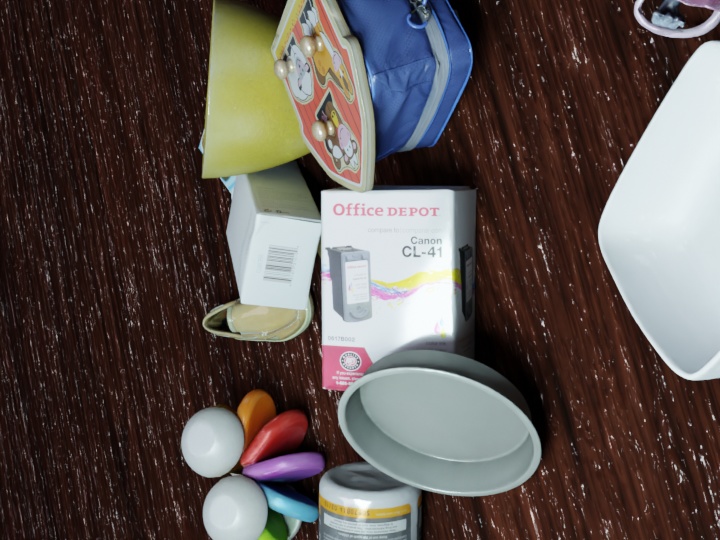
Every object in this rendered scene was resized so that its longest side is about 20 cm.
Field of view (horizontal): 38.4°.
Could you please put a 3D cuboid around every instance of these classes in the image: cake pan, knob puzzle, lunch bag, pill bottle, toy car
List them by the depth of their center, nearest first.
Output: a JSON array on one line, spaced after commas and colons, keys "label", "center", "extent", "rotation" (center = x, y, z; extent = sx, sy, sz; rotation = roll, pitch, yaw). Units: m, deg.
[{"label": "cake pan", "center": [0.077, 0.145, 0.988], "extent": [0.200, 0.198, 0.037], "rotation": [-41, 22, 46]}, {"label": "knob puzzle", "center": [-0.039, -0.165, 0.991], "extent": [0.220, 0.030, 0.223], "rotation": [51, 151, 42]}, {"label": "lunch bag", "center": [0.028, -0.204, 1.015], "extent": [0.138, 0.130, 0.201], "rotation": [64, 158, 17]}, {"label": "pill bottle", "center": [0.010, 0.322, 1.129], "extent": [0.115, 0.115, 0.204], "rotation": [10, 102, 51]}, {"label": "toy car", "center": [-0.116, 0.244, 1.276], "extent": [0.148, 0.175, 0.203], "rotation": [-26, 69, 12]}]

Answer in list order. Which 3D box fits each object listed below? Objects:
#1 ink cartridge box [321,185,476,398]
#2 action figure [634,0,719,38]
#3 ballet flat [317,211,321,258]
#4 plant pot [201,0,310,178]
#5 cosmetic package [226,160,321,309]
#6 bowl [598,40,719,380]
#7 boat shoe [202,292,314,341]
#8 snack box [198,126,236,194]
[{"label": "ink cartridge box", "center": [0.038, 0.018, 1.038], "extent": [0.145, 0.085, 0.204], "rotation": [1, 97, 21]}, {"label": "action figure", "center": [0.289, -0.268, 0.741], "extent": [0.149, 0.131, 0.204], "rotation": [-51, -25, -85]}, {"label": "ballet flat", "center": [0.000, 0.000, 1.145], "extent": [0.201, 0.068, 0.063], "rotation": [56, 128, 32]}, {"label": "plant pot", "center": [-0.104, -0.201, 1.172], "extent": [0.200, 0.139, 0.205], "rotation": [-176, 90, -80]}, {"label": "cosmetic package", "center": [-0.105, -0.050, 1.209], "extent": [0.201, 0.080, 0.115], "rotation": [-111, 31, -61]}, {"label": "bowl", "center": [0.271, -0.041, 0.746], "extent": [0.202, 0.073, 0.202], "rotation": [-106, 32, -51]}, {"label": "boat shoe", "center": [-0.136, 0.061, 1.321], "extent": [0.199, 0.075, 0.073], "rotation": [-20, 78, 51]}, {"label": "snack box", "center": [-0.147, -0.210, 1.335], "extent": [0.117, 0.037, 0.202], "rotation": [51, 131, 37]}]
